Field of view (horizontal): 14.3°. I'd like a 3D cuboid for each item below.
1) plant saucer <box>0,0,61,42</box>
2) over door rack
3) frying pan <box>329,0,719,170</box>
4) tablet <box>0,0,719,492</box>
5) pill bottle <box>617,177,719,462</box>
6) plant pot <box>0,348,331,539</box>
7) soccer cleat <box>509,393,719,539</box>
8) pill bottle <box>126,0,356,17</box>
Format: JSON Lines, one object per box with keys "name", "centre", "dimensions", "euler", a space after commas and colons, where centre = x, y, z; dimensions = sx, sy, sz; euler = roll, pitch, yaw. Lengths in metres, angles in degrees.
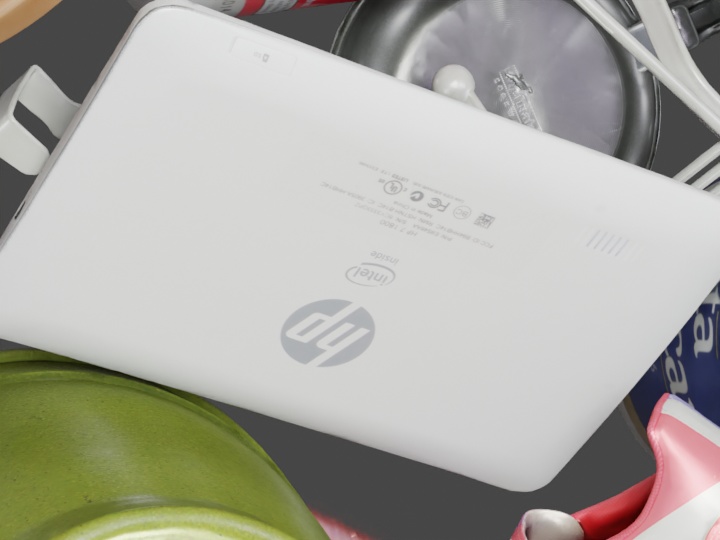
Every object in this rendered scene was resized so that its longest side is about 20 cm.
{"name": "plant saucer", "centre": [-0.129, -0.150, 0.809], "dimensions": [0.200, 0.032, 0.201], "euler": [-5, 78, 23]}
{"name": "over door rack", "centre": [0.013, -0.050, 0.839], "dimensions": [0.148, 0.067, 0.200], "euler": [-40, 127, 24]}
{"name": "frying pan", "centre": [0.081, -0.053, 0.931], "dimensions": [0.189, 0.031, 0.115], "euler": [-1, 91, -14]}
{"name": "tablet", "centre": [0.000, 0.000, 0.829], "dimensions": [0.199, 0.014, 0.130], "euler": [19, 128, -24]}
{"name": "pill bottle", "centre": [0.157, 0.020, 0.861], "dimensions": [0.111, 0.200, 0.112], "euler": [0, 89, -17]}
{"name": "plant pot", "centre": [-0.074, 0.123, 0.794], "dimensions": [0.200, 0.193, 0.201], "euler": [0, 89, -16]}
{"name": "soccer cleat", "centre": [0.050, 0.117, 0.867], "dimensions": [0.200, 0.067, 0.077], "euler": [-40, 94, 24]}
{"name": "pill bottle", "centre": [0.022, -0.141, 0.868], "dimensions": [0.199, 0.112, 0.113], "euler": [-9, 92, -17]}
